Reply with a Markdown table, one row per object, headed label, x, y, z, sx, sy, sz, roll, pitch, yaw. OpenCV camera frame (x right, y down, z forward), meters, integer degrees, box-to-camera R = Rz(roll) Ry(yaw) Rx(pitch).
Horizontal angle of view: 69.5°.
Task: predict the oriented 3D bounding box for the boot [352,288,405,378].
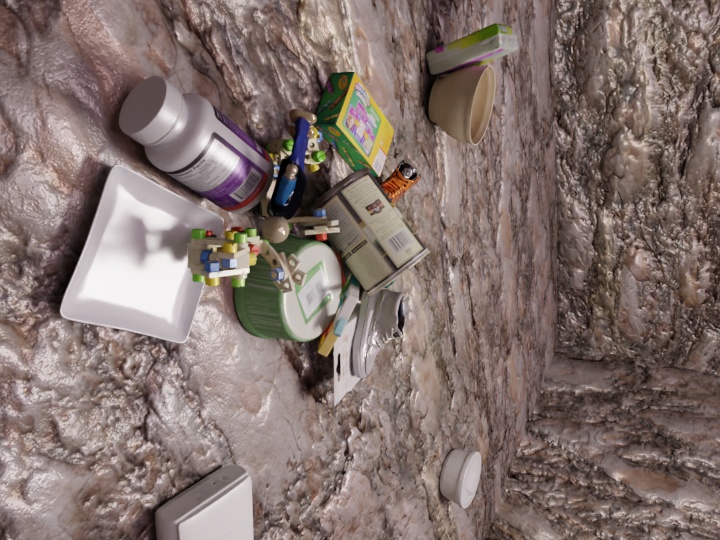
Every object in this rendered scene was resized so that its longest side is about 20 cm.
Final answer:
| label | x | y | z | sx | sy | sz | roll | pitch | yaw |
| --- | --- | --- | --- | --- | --- | --- | --- | --- | --- |
| boot | 0.044 | 0.138 | 1.119 | 0.074 | 0.095 | 0.200 | 13 | 84 | -69 |

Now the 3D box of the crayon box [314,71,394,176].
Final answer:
| label | x | y | z | sx | sy | sz | roll | pitch | yaw |
| --- | --- | --- | --- | --- | --- | --- | --- | --- | --- |
| crayon box | -0.007 | -0.295 | 1.070 | 0.200 | 0.058 | 0.119 | 39 | 64 | -55 |

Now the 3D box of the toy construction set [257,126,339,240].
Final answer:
| label | x | y | z | sx | sy | sz | roll | pitch | yaw |
| --- | --- | --- | --- | --- | --- | --- | --- | --- | --- |
| toy construction set | -0.108 | -0.145 | 0.889 | 0.131 | 0.092 | 0.200 | -10 | 87 | -38 |

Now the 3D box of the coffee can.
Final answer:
| label | x | y | z | sx | sy | sz | roll | pitch | yaw |
| --- | --- | --- | --- | --- | --- | --- | --- | --- | --- |
| coffee can | 0.016 | -0.072 | 0.993 | 0.200 | 0.146 | 0.146 | 54 | 40 | 1 |

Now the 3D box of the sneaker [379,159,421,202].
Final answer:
| label | x | y | z | sx | sy | sz | roll | pitch | yaw |
| --- | --- | --- | --- | --- | --- | --- | --- | --- | --- |
| sneaker | 0.068 | -0.189 | 1.135 | 0.112 | 0.078 | 0.200 | -46 | -177 | 22 |

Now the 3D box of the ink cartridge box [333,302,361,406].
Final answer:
| label | x | y | z | sx | sy | sz | roll | pitch | yaw |
| --- | --- | --- | --- | --- | --- | --- | --- | --- | --- |
| ink cartridge box | -0.033 | 0.176 | 1.129 | 0.200 | 0.050 | 0.161 | -30 | 124 | -62 |

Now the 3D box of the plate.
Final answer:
| label | x | y | z | sx | sy | sz | roll | pitch | yaw |
| --- | --- | --- | --- | --- | --- | --- | --- | --- | --- |
| plate | -0.291 | -0.014 | 0.709 | 0.200 | 0.032 | 0.200 | 30 | 73 | -57 |

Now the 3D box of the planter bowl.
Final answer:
| label | x | y | z | sx | sy | sz | roll | pitch | yaw |
| --- | --- | --- | --- | --- | --- | --- | --- | --- | --- |
| planter bowl | 0.264 | -0.446 | 1.383 | 0.200 | 0.135 | 0.200 | -44 | 143 | -47 |

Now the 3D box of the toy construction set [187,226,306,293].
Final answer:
| label | x | y | z | sx | sy | sz | roll | pitch | yaw |
| --- | --- | --- | --- | --- | --- | --- | --- | --- | --- |
| toy construction set | -0.168 | -0.020 | 0.752 | 0.200 | 0.131 | 0.092 | 12 | 87 | -60 |

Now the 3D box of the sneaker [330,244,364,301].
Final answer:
| label | x | y | z | sx | sy | sz | roll | pitch | yaw |
| --- | --- | --- | --- | --- | --- | --- | --- | --- | --- |
| sneaker | 0.000 | 0.000 | 1.132 | 0.077 | 0.082 | 0.200 | -59 | 143 | -31 |

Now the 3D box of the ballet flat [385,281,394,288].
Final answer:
| label | x | y | z | sx | sy | sz | roll | pitch | yaw |
| --- | --- | --- | --- | --- | --- | --- | --- | --- | --- |
| ballet flat | 0.050 | -0.062 | 1.179 | 0.070 | 0.067 | 0.200 | -26 | 101 | -57 |

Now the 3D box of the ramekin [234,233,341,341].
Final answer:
| label | x | y | z | sx | sy | sz | roll | pitch | yaw |
| --- | --- | --- | --- | --- | --- | --- | --- | --- | --- |
| ramekin | -0.120 | 0.032 | 0.931 | 0.200 | 0.098 | 0.200 | -20 | 114 | -55 |

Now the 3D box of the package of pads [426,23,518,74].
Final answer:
| label | x | y | z | sx | sy | sz | roll | pitch | yaw |
| --- | --- | --- | --- | --- | --- | --- | --- | --- | --- |
| package of pads | 0.294 | -0.571 | 1.351 | 0.154 | 0.200 | 0.068 | -31 | 108 | -52 |

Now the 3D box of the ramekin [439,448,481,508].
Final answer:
| label | x | y | z | sx | sy | sz | roll | pitch | yaw |
| --- | --- | --- | --- | --- | --- | --- | --- | --- | --- |
| ramekin | 0.362 | 0.748 | 1.891 | 0.202 | 0.094 | 0.203 | -21 | 115 | -55 |

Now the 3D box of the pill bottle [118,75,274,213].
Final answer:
| label | x | y | z | sx | sy | sz | roll | pitch | yaw |
| --- | --- | --- | --- | --- | --- | --- | --- | --- | --- |
| pill bottle | -0.219 | -0.168 | 0.710 | 0.200 | 0.111 | 0.112 | 36 | 67 | -55 |

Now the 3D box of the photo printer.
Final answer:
| label | x | y | z | sx | sy | sz | roll | pitch | yaw |
| --- | --- | --- | --- | --- | --- | --- | --- | --- | --- |
| photo printer | -0.250 | 0.449 | 0.853 | 0.166 | 0.069 | 0.200 | -16 | 111 | -56 |

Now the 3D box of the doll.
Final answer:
| label | x | y | z | sx | sy | sz | roll | pitch | yaw |
| --- | --- | --- | --- | --- | --- | --- | --- | --- | --- |
| doll | -0.105 | -0.132 | 0.774 | 0.136 | 0.048 | 0.200 | 111 | -10 | -69 |

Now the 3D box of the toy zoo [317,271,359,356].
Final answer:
| label | x | y | z | sx | sy | sz | roll | pitch | yaw |
| --- | --- | --- | --- | --- | --- | --- | --- | --- | --- |
| toy zoo | -0.039 | 0.081 | 1.005 | 0.131 | 0.020 | 0.200 | -61 | -173 | 17 |
